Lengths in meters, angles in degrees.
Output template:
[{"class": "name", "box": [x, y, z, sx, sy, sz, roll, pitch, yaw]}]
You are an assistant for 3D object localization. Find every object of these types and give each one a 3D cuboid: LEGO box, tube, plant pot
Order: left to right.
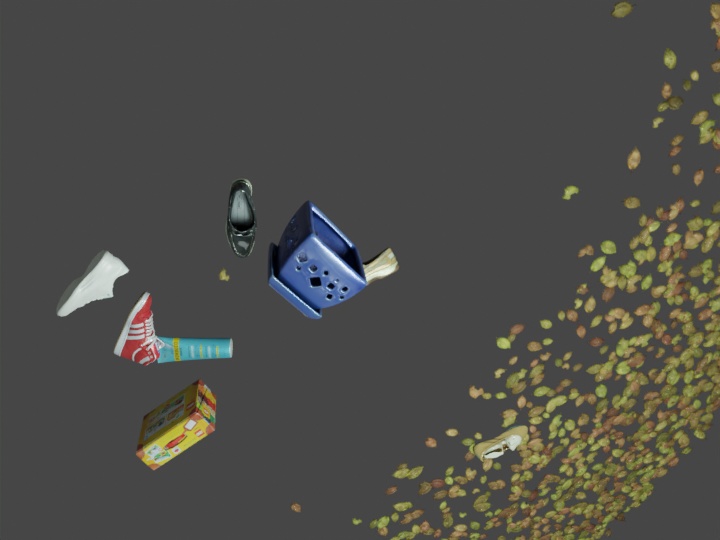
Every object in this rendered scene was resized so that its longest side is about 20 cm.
[{"class": "LEGO box", "box": [-0.491, 0.410, 1.542, 0.198, 0.149, 0.078, -33, 118, 5]}, {"class": "tube", "box": [-0.440, 0.207, 1.519, 0.196, 0.050, 0.079, -1, 106, -5]}, {"class": "plant pot", "box": [-0.119, -0.016, 1.402, 0.179, 0.201, 0.200, -40, 118, 15]}]

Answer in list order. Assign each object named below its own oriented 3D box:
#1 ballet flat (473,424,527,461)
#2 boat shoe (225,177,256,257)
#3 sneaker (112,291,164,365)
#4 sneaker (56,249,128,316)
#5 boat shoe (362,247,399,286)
[{"class": "ballet flat", "box": [0.471, 0.576, 1.891, 0.197, 0.063, 0.069, -24, 119, -1]}, {"class": "boat shoe", "box": [-0.286, -0.116, 1.383, 0.073, 0.066, 0.203, 4, 114, -15]}, {"class": "sneaker", "box": [-0.536, 0.152, 1.443, 0.111, 0.072, 0.202, 28, 115, -9]}, {"class": "sneaker", "box": [-0.644, 0.049, 1.383, 0.200, 0.076, 0.088, -43, 128, 8]}, {"class": "boat shoe", "box": [0.000, 0.000, 1.513, 0.197, 0.072, 0.077, -26, 104, -8]}]
